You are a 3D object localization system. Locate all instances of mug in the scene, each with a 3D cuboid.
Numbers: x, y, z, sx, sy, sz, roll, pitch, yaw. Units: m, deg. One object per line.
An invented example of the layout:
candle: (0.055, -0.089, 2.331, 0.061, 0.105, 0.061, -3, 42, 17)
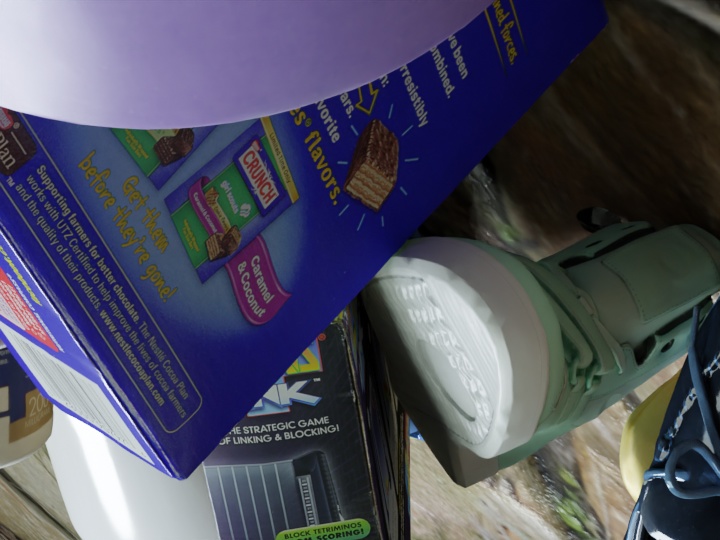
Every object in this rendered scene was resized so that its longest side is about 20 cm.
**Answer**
mug: (-0.145, 0.068, 1.173, 0.186, 0.149, 0.153, 18, 143, 37)

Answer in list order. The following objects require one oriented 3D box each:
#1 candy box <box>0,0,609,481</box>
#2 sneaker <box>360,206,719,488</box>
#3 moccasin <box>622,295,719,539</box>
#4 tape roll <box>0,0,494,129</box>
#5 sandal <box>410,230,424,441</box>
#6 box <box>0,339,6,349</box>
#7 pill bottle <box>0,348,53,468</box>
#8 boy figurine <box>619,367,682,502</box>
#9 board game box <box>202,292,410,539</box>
candy box: (-0.034, -0.073, 0.525, 0.077, 0.200, 0.169, 28, 155, 40)
sneaker: (0.067, 0.007, 0.630, 0.074, 0.118, 0.200, 56, 174, 11)
moccasin: (0.134, 0.081, 0.659, 0.080, 0.068, 0.200, 19, 134, 13)
tape roll: (-0.044, -0.136, 0.406, 0.200, 0.200, 0.085, 36, 161, 16)
sandal: (0.000, 0.000, 0.825, 0.200, 0.080, 0.087, 47, 157, -21)
box: (-0.139, -0.079, 0.781, 0.075, 0.100, 0.200, -20, 95, 64)
pill bottle: (-0.201, -0.012, 0.919, 0.111, 0.111, 0.200, 21, 115, 46)
boy figurine: (0.164, 0.122, 0.778, 0.200, 0.064, 0.124, 49, 150, -18)
board game box: (-0.018, 0.040, 0.693, 0.200, 0.057, 0.165, -88, -11, -62)
